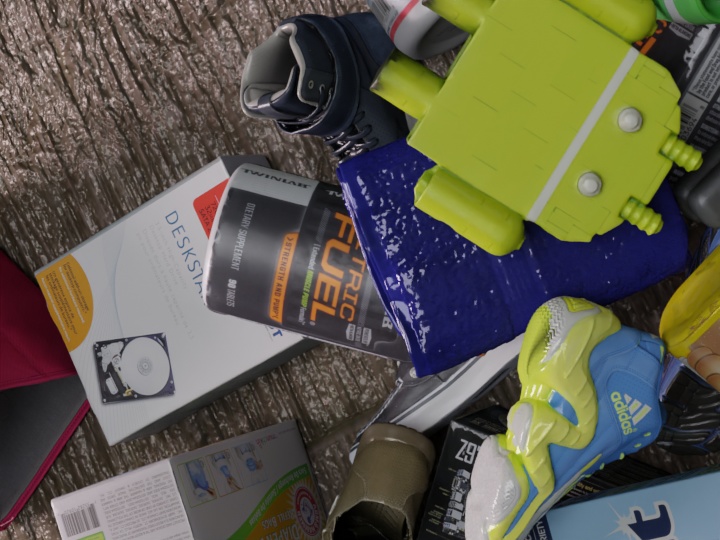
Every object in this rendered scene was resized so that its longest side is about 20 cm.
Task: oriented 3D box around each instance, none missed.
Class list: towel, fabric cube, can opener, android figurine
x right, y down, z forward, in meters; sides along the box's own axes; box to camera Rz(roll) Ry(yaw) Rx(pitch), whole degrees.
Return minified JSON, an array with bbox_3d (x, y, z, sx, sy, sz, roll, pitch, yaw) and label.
[{"bbox_3d":[0.098,-0.034,1.114,0.199,0.050,0.149,-21,96,0],"label":"towel"},{"bbox_3d":[-0.363,0.093,1.412,0.199,0.200,0.197,44,111,17],"label":"fabric cube"},{"bbox_3d":[0.293,-0.094,1.124,0.200,0.053,0.067,-45,109,-2],"label":"can opener"},{"bbox_3d":[0.112,-0.097,1.061,0.199,0.041,0.183,33,97,-3],"label":"android figurine"}]

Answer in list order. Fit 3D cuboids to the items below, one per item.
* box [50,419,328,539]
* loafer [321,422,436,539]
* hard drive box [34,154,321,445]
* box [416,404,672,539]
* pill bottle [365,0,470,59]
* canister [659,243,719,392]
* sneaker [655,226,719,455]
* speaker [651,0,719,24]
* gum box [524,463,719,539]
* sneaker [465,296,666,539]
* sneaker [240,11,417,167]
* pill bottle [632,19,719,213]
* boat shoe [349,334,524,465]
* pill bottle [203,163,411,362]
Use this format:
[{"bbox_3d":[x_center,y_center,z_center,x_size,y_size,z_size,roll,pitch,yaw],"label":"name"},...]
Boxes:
[{"bbox_3d":[-0.119,0.187,1.299,0.112,0.200,0.102,-21,85,24],"label":"box"},{"bbox_3d":[0.005,0.193,1.269,0.076,0.068,0.201,17,135,9],"label":"loafer"},{"bbox_3d":[-0.136,0.023,1.366,0.199,0.077,0.157,-30,81,24],"label":"hard drive box"},{"bbox_3d":[0.144,0.209,1.234,0.199,0.086,0.165,19,102,24],"label":"box"},{"bbox_3d":[0.024,-0.261,1.252,0.109,0.109,0.201,-38,78,23],"label":"pill bottle"},{"bbox_3d":[0.307,0.052,1.099,0.200,0.087,0.149,37,111,-10],"label":"canister"},{"bbox_3d":[0.248,0.036,1.186,0.075,0.079,0.201,15,111,-7],"label":"sneaker"},{"bbox_3d":[0.158,-0.215,1.109,0.199,0.088,0.089,26,105,43],"label":"speaker"},{"bbox_3d":[0.210,0.218,1.117,0.199,0.044,0.171,-19,85,33],"label":"gum box"},{"bbox_3d":[0.137,0.115,1.106,0.104,0.076,0.201,12,118,-11],"label":"sneaker"},{"bbox_3d":[-0.014,-0.088,1.256,0.077,0.146,0.204,-15,85,39],"label":"sneaker"},{"bbox_3d":[0.228,-0.147,1.161,0.106,0.106,0.201,35,107,20],"label":"pill bottle"},{"bbox_3d":[0.059,0.070,1.276,0.200,0.072,0.068,-42,78,20],"label":"boat shoe"},{"bbox_3d":[0.000,0.000,1.198,0.199,0.106,0.107,14,100,5],"label":"pill bottle"}]
